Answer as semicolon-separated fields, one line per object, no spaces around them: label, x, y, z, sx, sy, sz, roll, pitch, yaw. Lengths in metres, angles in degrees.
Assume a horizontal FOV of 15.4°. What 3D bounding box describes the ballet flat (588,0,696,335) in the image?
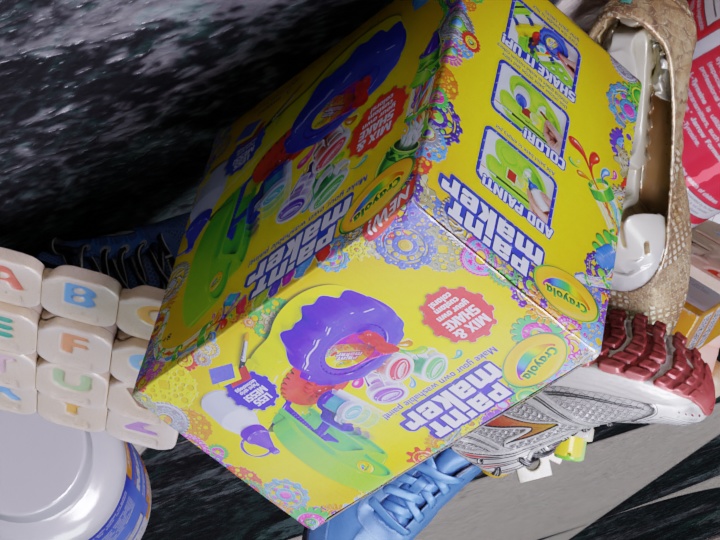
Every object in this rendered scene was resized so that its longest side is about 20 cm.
ballet flat;0.139;-0.053;1.416;0.070;0.201;0.065;4;-171;30

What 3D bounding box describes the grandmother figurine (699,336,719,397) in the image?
grandmother figurine;0.174;0.039;1.698;0.060;0.122;0.200;17;178;37

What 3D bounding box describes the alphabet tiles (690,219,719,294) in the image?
alphabet tiles;0.164;-0.027;1.561;0.200;0.195;0.015;2;116;-59

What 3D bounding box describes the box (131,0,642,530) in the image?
box;0.016;-0.016;1.277;0.122;0.193;0.200;38;130;-22

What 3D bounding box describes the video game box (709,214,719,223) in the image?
video game box;0.242;-0.027;1.782;0.181;0.047;0.201;-14;141;-36

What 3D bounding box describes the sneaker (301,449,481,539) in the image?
sneaker;0.036;0.126;1.698;0.200;0.066;0.078;-51;-161;-19

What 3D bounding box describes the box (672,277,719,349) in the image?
box;0.159;0.001;1.562;0.042;0.119;0.200;-62;166;12

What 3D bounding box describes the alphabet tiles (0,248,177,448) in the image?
alphabet tiles;-0.150;0.047;1.401;0.199;0.015;0.196;15;154;-2

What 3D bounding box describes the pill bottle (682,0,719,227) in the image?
pill bottle;0.222;-0.109;1.470;0.199;0.113;0.112;-30;164;26

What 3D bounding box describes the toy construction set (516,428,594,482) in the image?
toy construction set;0.088;0.067;1.545;0.130;0.093;0.200;8;170;-4

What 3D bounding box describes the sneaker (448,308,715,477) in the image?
sneaker;0.095;0.067;1.420;0.199;0.083;0.078;1;-161;28

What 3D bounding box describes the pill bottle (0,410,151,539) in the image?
pill bottle;-0.198;0.130;1.686;0.112;0.113;0.200;-22;166;-3

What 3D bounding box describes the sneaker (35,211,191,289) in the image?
sneaker;-0.123;0.014;1.433;0.089;0.079;0.200;-4;166;-40
